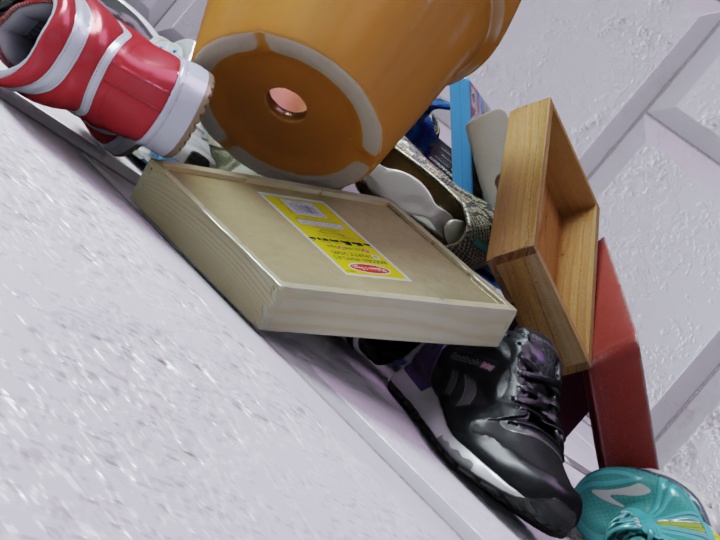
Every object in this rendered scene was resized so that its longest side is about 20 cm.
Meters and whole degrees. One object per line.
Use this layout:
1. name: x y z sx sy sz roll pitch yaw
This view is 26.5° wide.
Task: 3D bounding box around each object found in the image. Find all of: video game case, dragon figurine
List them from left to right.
1. dragon figurine: 0.041 -0.129 1.245 0.059 0.100 0.200 42 30 22
2. video game case: 0.103 -0.067 1.270 0.018 0.144 0.200 -4 -8 14

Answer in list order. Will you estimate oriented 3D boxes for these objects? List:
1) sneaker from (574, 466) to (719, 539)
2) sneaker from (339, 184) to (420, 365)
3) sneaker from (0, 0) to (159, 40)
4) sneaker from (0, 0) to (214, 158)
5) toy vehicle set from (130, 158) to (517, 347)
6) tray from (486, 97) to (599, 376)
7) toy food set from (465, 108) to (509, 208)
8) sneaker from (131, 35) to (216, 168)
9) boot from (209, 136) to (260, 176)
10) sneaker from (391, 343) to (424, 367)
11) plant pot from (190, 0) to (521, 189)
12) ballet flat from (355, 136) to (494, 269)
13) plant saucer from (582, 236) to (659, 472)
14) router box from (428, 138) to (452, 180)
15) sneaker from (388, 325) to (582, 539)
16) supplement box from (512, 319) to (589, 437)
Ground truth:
1. sneaker: 0.176 0.167 0.907 0.080 0.078 0.200 25 8 -25
2. sneaker: -0.006 0.009 1.023 0.115 0.076 0.201 47 13 -5
3. sneaker: -0.231 -0.192 1.119 0.200 0.071 0.099 34 6 -9
4. sneaker: -0.158 -0.116 0.861 0.112 0.071 0.200 27 -4 -20
5. toy vehicle set: -0.016 -0.008 0.851 0.200 0.027 0.124 7 29 -48
6. tray: 0.126 -0.026 1.034 0.099 0.037 0.200 62 24 -26
7. toy food set: 0.140 -0.040 1.192 0.200 0.060 0.144 23 52 -74
8. sneaker: -0.134 -0.119 1.060 0.075 0.087 0.200 40 4 -34
9. boot: -0.072 -0.121 1.151 0.072 0.155 0.200 35 1 -30
10. sneaker: 0.000 0.000 1.153 0.115 0.081 0.200 13 26 -6
11. plant pot: -0.013 -0.157 0.940 0.200 0.183 0.200 15 -37 12
12. ballet flat: 0.019 -0.068 1.118 0.200 0.068 0.075 35 6 30
13. plant saucer: 0.181 0.102 1.076 0.200 0.037 0.200 -84 163 -69
14. router box: -0.006 -0.080 1.378 0.200 0.150 0.062 42 35 23
15. sneaker: 0.084 0.075 0.890 0.076 0.088 0.200 39 3 -28
16. supplement box: 0.091 0.059 1.229 0.110 0.086 0.200 39 4 -32
